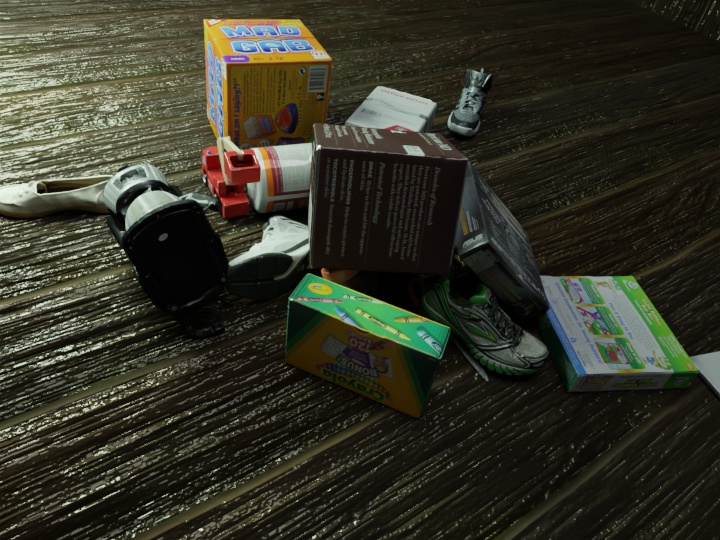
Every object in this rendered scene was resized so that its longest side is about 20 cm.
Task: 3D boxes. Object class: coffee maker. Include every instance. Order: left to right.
[{"bbox_3d":[-0.275,-0.031,0.803,0.133,0.195,0.200,-8,27,-30],"label":"coffee maker"}]

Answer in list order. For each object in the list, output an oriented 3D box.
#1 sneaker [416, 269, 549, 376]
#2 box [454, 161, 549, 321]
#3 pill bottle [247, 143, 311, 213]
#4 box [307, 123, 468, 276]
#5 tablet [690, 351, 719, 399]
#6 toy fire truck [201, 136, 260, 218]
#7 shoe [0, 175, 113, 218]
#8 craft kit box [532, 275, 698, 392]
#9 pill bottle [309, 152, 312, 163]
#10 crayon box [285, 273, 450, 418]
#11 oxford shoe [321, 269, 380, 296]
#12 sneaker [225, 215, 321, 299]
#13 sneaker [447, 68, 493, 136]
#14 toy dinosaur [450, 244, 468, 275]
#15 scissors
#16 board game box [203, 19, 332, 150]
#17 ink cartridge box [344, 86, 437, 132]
[{"bbox_3d":[0.176,0.075,0.810,0.198,0.086,0.078,30,40,9],"label":"sneaker"},{"bbox_3d":[0.201,-0.040,0.853,0.199,0.048,0.160,38,35,-40],"label":"box"},{"bbox_3d":[-0.094,-0.167,1.012,0.197,0.111,0.110,-10,45,-22],"label":"pill bottle"},{"bbox_3d":[0.026,-0.104,0.813,0.196,0.167,0.166,2,23,-8],"label":"box"},{"bbox_3d":[0.608,0.166,0.865,0.196,0.014,0.131,-6,44,-18],"label":"tablet"},{"bbox_3d":[-0.222,-0.169,0.964,0.048,0.143,0.201,-13,46,-24],"label":"toy fire truck"},{"bbox_3d":[-0.491,-0.126,0.927,0.196,0.054,0.070,-3,43,-15],"label":"shoe"},{"bbox_3d":[0.370,0.089,0.878,0.194,0.049,0.202,-1,43,-9],"label":"craft kit box"},{"bbox_3d":[0.014,-0.144,0.945,0.199,0.104,0.105,37,35,-22],"label":"pill bottle"},{"bbox_3d":[0.004,0.096,0.735,0.197,0.120,0.059,20,42,11],"label":"crayon box"},{"bbox_3d":[0.000,0.000,0.892,0.070,0.074,0.200,-10,16,28],"label":"oxford shoe"},{"bbox_3d":[-0.142,-0.024,0.887,0.198,0.077,0.115,-18,39,-39],"label":"sneaker"},{"bbox_3d":[0.258,-0.400,1.342,0.074,0.115,0.201,17,42,8],"label":"sneaker"},{"bbox_3d":[0.188,-0.037,0.966,0.197,0.061,0.107,18,40,7],"label":"toy dinosaur"},{"bbox_3d":[0.124,0.084,0.855,0.072,0.014,0.202,3,44,-20],"label":"scissors"},{"bbox_3d":[-0.188,-0.356,1.133,0.197,0.202,0.201,-10,45,-22],"label":"board game box"},{"bbox_3d":[0.063,-0.298,1.211,0.143,0.084,0.201,20,42,11],"label":"ink cartridge box"}]
